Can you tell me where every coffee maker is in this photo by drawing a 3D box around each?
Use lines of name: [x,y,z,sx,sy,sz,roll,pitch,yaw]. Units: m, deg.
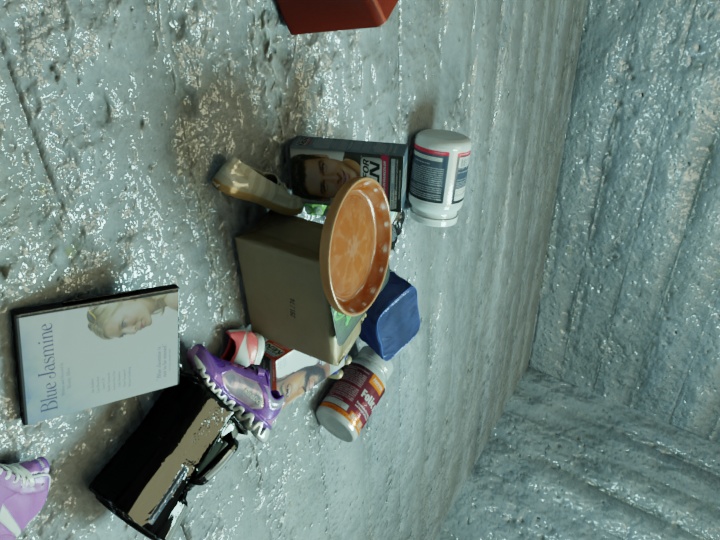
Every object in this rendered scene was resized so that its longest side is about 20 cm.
coffee maker: [-0.292,0.260,0.865,0.192,0.134,0.202,45,59,-15]

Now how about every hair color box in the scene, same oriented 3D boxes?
hair color box: [-0.019,-0.165,1.010,0.061,0.192,0.102,-68,162,-57]
hair color box: [-0.110,0.165,1.126,0.198,0.063,0.115,-28,129,-45]

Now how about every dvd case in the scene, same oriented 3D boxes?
dvd case: [-0.321,0.101,0.742,0.195,0.017,0.148,-10,116,-39]

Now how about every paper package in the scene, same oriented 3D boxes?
paper package: [-0.100,0.028,0.988,0.104,0.185,0.206,-47,144,-46]

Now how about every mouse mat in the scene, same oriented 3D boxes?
mouse mat: [0.000,0.000,0.958,0.201,0.007,0.165,-51,141,-44]

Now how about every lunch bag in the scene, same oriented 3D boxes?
lunch bag: [0.046,0.085,1.363,0.135,0.131,0.204,-36,140,-24]

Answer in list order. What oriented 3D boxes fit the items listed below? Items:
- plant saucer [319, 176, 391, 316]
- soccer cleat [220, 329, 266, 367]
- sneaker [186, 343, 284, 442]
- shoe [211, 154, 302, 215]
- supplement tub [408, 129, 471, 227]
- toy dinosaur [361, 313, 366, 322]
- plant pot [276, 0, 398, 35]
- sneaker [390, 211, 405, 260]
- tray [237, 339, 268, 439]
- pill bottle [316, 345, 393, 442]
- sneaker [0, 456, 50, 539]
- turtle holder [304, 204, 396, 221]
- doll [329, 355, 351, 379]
plant saucer: [-0.008,-0.036,0.889,0.199,0.031,0.208,-29,123,-57]
soccer cleat: [-0.228,0.197,1.005,0.072,0.068,0.206,21,91,-38]
sneaker: [-0.192,0.178,0.946,0.089,0.080,0.202,-45,118,-15]
shoe: [-0.149,-0.131,0.933,0.198,0.069,0.055,12,105,-60]
supplement tub: [0.188,-0.224,1.427,0.139,0.137,0.207,-29,131,-52]
toy dinosaur: [-0.048,0.073,1.227,0.058,0.199,0.102,-42,105,-8]
plant pot: [-0.037,-0.479,0.827,0.177,0.196,0.204,47,65,-45]
sneaker: [0.041,-0.101,1.304,0.117,0.073,0.200,-68,158,-9]
tray: [-0.200,0.223,1.100,0.106,0.022,0.207,12,95,-62]
pill bottle: [-0.008,0.286,1.395,0.202,0.111,0.116,-53,147,-31]
sneaker: [-0.414,0.230,0.667,0.114,0.071,0.205,-44,151,-48]
turtle holder: [-0.005,-0.129,1.127,0.184,0.138,0.136,-9,116,-61]
doll: [-0.069,0.157,1.276,0.138,0.047,0.203,-55,149,-30]
